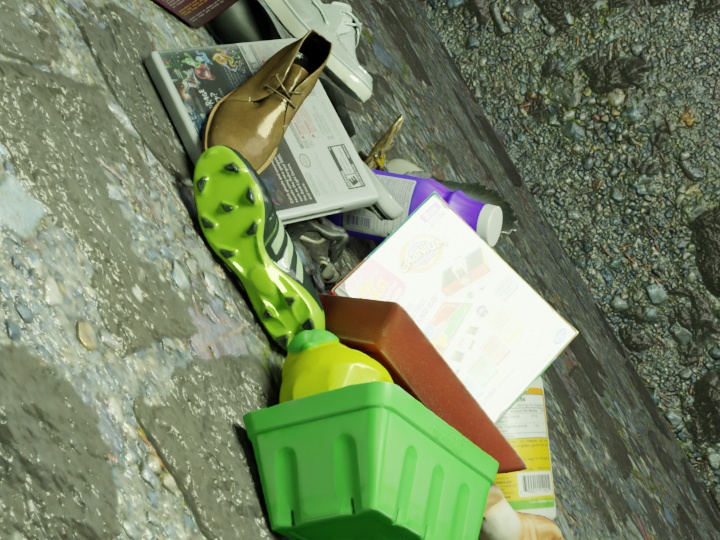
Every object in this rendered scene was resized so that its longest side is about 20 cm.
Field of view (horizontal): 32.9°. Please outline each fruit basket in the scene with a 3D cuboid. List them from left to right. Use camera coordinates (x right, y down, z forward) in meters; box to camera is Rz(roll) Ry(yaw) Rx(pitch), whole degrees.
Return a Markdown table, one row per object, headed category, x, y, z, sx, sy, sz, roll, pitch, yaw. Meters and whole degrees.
| category | x | y | z | sx | sy | sz | roll | pitch | yaw |
| --- | --- | --- | --- | --- | --- | --- | --- | --- | --- |
| fruit basket | 0.004 | 0.129 | 0.979 | 0.216 | 0.155 | 0.216 | 40 | 42 | -49 |

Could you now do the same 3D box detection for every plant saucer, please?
| category | x | y | z | sx | sy | sz | roll | pitch | yaw |
| --- | --- | --- | --- | --- | --- | --- | --- | --- | --- |
| plant saucer | 0.038 | 0.110 | 1.128 | 0.200 | 0.037 | 0.200 | 51 | -18 | -18 |

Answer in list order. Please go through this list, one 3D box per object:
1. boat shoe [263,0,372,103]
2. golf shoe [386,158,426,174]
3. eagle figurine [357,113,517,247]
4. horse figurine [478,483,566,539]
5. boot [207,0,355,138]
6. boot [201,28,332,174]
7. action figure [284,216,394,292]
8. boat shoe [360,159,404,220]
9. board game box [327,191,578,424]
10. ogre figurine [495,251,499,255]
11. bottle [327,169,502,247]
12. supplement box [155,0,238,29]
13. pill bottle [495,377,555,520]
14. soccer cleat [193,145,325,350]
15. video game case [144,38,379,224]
| category | x | y | z | sx | sy | sz | roll | pitch | yaw |
| --- | --- | --- | --- | --- | --- | --- | --- | --- | --- |
| boat shoe | -0.039 | -0.273 | 1.360 | 0.201 | 0.071 | 0.070 | 51 | 3 | 23 |
| golf shoe | 0.065 | -0.083 | 1.669 | 0.097 | 0.078 | 0.200 | 27 | 34 | -52 |
| eagle figurine | 0.071 | -0.067 | 1.513 | 0.200 | 0.152 | 0.151 | 37 | 46 | -15 |
| horse figurine | 0.109 | 0.243 | 1.113 | 0.200 | 0.050 | 0.133 | 43 | 62 | -17 |
| boot | -0.093 | -0.230 | 1.366 | 0.165 | 0.066 | 0.200 | 45 | 5 | -34 |
| boot | -0.087 | -0.162 | 1.154 | 0.074 | 0.075 | 0.200 | 38 | 48 | -11 |
| action figure | 0.000 | 0.000 | 1.259 | 0.200 | 0.102 | 0.119 | 53 | 9 | -12 |
| boat shoe | -0.018 | -0.101 | 1.361 | 0.069 | 0.057 | 0.200 | 43 | 3 | -42 |
| board game box | 0.089 | 0.045 | 1.181 | 0.200 | 0.153 | 0.040 | 45 | -20 | 3 |
| ogre figurine | 0.142 | 0.060 | 1.547 | 0.098 | 0.120 | 0.200 | 36 | 26 | -46 |
| bottle | 0.062 | -0.067 | 1.400 | 0.065 | 0.200 | 0.084 | 4 | 96 | -66 |
| supplement box | -0.212 | -0.354 | 1.287 | 0.200 | 0.086 | 0.111 | 26 | 35 | -62 |
| pill bottle | 0.134 | 0.158 | 1.241 | 0.111 | 0.111 | 0.200 | 22 | 61 | -65 |
| soccer cleat | -0.091 | -0.019 | 1.095 | 0.200 | 0.067 | 0.081 | 64 | 9 | -7 |
| video game case | -0.095 | -0.137 | 1.199 | 0.182 | 0.023 | 0.200 | -14 | 71 | -40 |
